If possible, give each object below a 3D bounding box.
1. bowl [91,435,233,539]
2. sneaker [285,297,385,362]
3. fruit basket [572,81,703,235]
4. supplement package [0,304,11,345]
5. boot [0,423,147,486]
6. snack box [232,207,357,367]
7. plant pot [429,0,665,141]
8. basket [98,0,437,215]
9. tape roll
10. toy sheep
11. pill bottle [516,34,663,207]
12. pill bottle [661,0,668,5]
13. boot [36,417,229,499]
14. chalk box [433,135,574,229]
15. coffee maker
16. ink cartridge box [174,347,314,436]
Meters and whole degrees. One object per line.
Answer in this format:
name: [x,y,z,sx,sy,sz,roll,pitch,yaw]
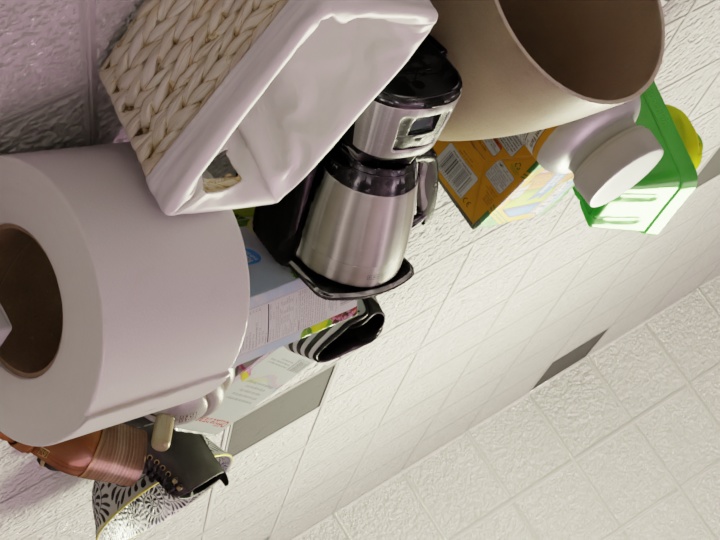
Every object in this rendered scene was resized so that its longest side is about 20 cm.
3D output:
bowl: [-0.267,0.252,1.644,0.199,0.095,0.201,-31,162,-11]
sneaker: [0.000,0.000,1.217,0.202,0.115,0.076,-56,146,-7]
fruit basket: [0.332,-0.151,1.509,0.214,0.217,0.156,-27,162,-24]
supplement package: [-0.358,0.044,0.864,0.199,0.118,0.117,-16,155,-48]
boot: [-0.283,0.111,1.231,0.154,0.202,0.077,24,124,-27]
snack box: [-0.126,0.010,1.122,0.198,0.168,0.069,-23,127,-37]
plant pot: [0.117,-0.188,1.087,0.186,0.190,0.199,-21,175,-38]
basket: [-0.070,-0.150,0.882,0.135,0.124,0.200,-11,150,-53]
tape roll: [-0.195,0.012,0.943,0.138,0.204,0.203,-14,154,-49]
toy sheep: [-0.175,0.074,1.206,0.135,0.203,0.139,4,150,2]
pill bottle: [0.188,-0.163,1.205,0.112,0.201,0.113,-30,163,-10]
pill bottle: [0.286,-0.327,1.100,0.200,0.113,0.112,-42,162,25]
boot: [-0.256,0.219,1.499,0.198,0.139,0.078,-23,160,-33]
chalk box: [0.175,-0.139,1.385,0.199,0.126,0.124,-15,155,-51]
coffee maker: [-0.022,-0.107,1.058,0.135,0.190,0.202,-39,152,-49]
ink cartridge box: [-0.133,0.095,1.492,0.199,0.083,0.146,-37,164,5]
